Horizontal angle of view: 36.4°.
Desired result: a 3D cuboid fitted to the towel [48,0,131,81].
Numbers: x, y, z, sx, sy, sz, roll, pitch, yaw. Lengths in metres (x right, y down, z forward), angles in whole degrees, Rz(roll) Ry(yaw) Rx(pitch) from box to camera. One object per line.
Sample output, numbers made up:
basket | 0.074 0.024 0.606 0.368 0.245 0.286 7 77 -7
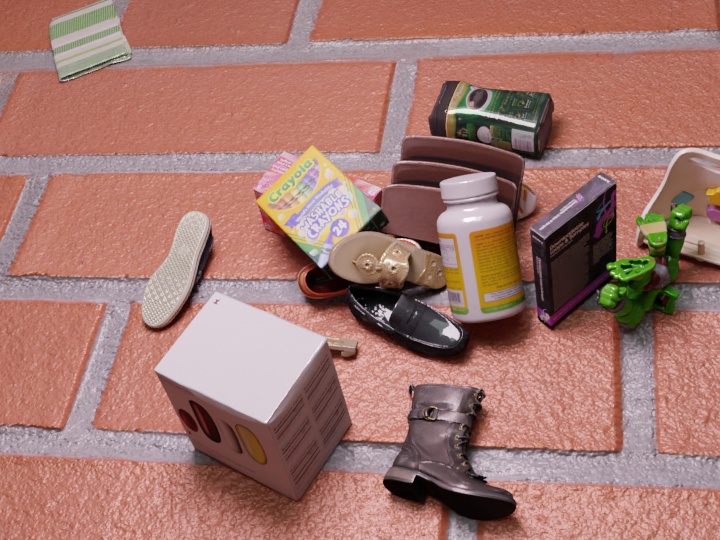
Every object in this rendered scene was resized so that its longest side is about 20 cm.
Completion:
towel | -0.551 -0.469 2.216 0.151 0.023 0.201 -21 51 -5

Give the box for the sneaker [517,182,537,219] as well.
sneaker | 0.188 -0.136 1.757 0.198 0.079 0.077 15 30 12

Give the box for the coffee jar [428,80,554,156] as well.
coffee jar | 0.218 -0.257 1.839 0.198 0.086 0.105 13 57 20

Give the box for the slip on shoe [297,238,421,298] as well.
slip on shoe | 0.000 0.000 1.670 0.198 0.061 0.075 -13 91 1

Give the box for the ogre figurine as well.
ogre figurine | 0.407 0.007 1.560 0.097 0.120 0.201 10 52 24

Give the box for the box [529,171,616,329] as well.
box | 0.305 -0.026 1.554 0.143 0.201 0.036 -37 53 -19

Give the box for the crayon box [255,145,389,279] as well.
crayon box | -0.068 -0.099 1.661 0.126 0.052 0.200 -45 60 -2

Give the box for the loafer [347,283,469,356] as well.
loafer | 0.065 0.071 1.604 0.199 0.070 0.068 21 73 27

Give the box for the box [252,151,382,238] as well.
box | -0.063 -0.099 1.757 0.199 0.100 0.096 23 58 26

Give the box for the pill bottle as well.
pill bottle | 0.170 -0.035 1.577 0.110 0.202 0.111 -10 10 2

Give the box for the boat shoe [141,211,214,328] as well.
boat shoe | -0.286 0.004 1.746 0.074 0.062 0.201 15 70 17

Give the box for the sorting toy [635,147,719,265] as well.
sorting toy | 0.514 -0.098 1.584 0.199 0.181 0.107 19 57 25

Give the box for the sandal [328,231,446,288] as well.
sandal | 0.060 -0.008 1.603 0.069 0.210 0.078 17 96 56

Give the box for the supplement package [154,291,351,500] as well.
supplement package | -0.141 0.171 1.484 0.190 0.201 0.147 20 57 26

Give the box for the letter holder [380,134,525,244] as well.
letter holder | 0.141 -0.121 1.677 0.198 0.143 0.101 12 25 15

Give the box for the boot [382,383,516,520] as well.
boot | 0.133 0.230 1.465 0.198 0.070 0.175 11 54 22

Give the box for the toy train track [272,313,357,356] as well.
toy train track | -0.103 0.111 1.635 0.198 0.033 0.115 6 29 8
